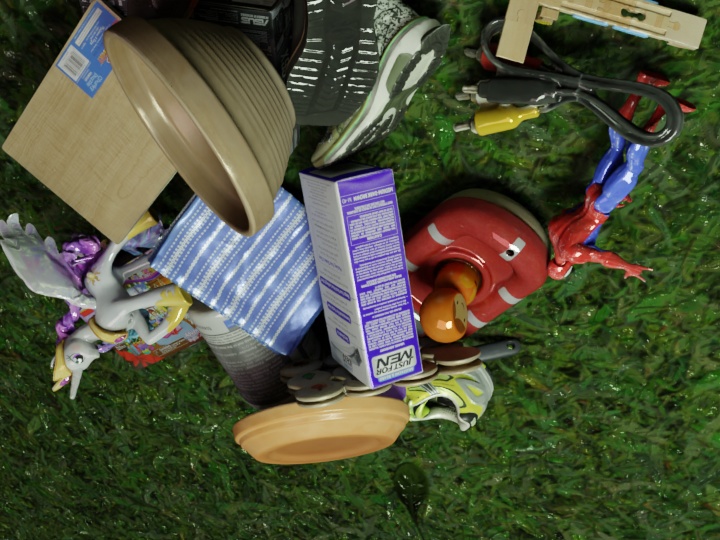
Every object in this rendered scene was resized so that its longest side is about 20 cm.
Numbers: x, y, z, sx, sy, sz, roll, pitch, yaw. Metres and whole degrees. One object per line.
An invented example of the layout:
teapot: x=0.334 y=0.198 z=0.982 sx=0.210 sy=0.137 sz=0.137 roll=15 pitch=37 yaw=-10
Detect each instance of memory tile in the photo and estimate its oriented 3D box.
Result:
memory tile: x=0.018 y=0.101 z=0.916 sx=0.197 sy=0.153 sz=0.017 roll=-11 pitch=100 yaw=-12

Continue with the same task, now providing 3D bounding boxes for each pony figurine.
pony figurine: x=-0.286 y=0.016 z=0.951 sx=0.198 sy=0.195 sz=0.166 roll=-31 pitch=160 yaw=13

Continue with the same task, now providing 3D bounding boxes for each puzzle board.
puzzle board: x=-0.242 y=-0.139 z=0.840 sx=0.150 sy=0.017 sz=0.200 roll=41 pitch=118 yaw=-10

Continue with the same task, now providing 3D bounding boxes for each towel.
towel: x=-0.103 y=-0.011 z=0.893 sx=0.199 sy=0.146 sz=0.024 roll=39 pitch=178 yaw=-36

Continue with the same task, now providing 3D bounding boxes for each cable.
cable: x=0.169 y=-0.155 z=0.717 sx=0.197 sy=0.050 sz=0.099 roll=10 pitch=99 yaw=23

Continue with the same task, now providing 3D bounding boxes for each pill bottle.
pill bottle: x=-0.109 y=0.089 z=1.014 sx=0.112 sy=0.114 sz=0.202 roll=-9 pitch=124 yaw=28

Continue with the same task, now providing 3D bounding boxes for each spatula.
spatula: x=0.084 y=0.107 z=0.970 sx=0.197 sy=0.057 sz=0.021 roll=-15 pitch=150 yaw=6

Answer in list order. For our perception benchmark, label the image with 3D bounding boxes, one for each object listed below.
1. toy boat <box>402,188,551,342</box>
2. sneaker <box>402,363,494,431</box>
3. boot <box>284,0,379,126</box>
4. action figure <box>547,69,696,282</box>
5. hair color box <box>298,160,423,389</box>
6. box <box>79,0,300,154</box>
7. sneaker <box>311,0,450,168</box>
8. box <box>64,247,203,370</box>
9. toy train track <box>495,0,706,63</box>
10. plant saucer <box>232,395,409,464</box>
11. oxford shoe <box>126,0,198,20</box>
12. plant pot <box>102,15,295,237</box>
toy boat: x=0.094 y=0.016 z=0.856 sx=0.130 sy=0.132 sz=0.200 roll=37 pitch=133 yaw=-13
sneaker: x=0.053 y=0.128 z=1.009 sx=0.197 sy=0.077 sz=0.076 roll=9 pitch=134 yaw=18
boot: x=-0.027 y=-0.231 z=0.714 sx=0.076 sy=0.140 sz=0.201 roll=-2 pitch=149 yaw=-15
action figure: x=0.237 y=-0.066 z=0.767 sx=0.098 sy=0.066 sz=0.202 roll=10 pitch=126 yaw=-25
hair color box: x=0.000 y=0.000 z=0.847 sx=0.064 sy=0.109 sz=0.204 roll=-13 pitch=106 yaw=-19
box: x=-0.159 y=-0.196 z=0.830 sx=0.197 sy=0.050 sz=0.159 roll=11 pitch=133 yaw=14
sneaker: x=0.001 y=-0.174 z=0.788 sx=0.089 sy=0.076 sz=0.200 roll=52 pitch=134 yaw=11
box: x=-0.263 y=0.043 z=1.089 sx=0.198 sy=0.039 sz=0.137 roll=-25 pitch=116 yaw=36
toy train track: x=0.172 y=-0.213 z=0.687 sx=0.197 sy=0.033 sz=0.117 roll=16 pitch=98 yaw=1
plant saucer: x=-0.041 y=0.180 z=0.953 sx=0.196 sy=0.038 sz=0.201 roll=-7 pitch=158 yaw=-3
oxford shoe: x=-0.164 y=-0.277 z=0.709 sx=0.070 sy=0.073 sz=0.202 roll=24 pitch=116 yaw=8
plant pot: x=-0.119 y=-0.135 z=0.728 sx=0.201 sy=0.092 sz=0.202 roll=47 pitch=164 yaw=18
